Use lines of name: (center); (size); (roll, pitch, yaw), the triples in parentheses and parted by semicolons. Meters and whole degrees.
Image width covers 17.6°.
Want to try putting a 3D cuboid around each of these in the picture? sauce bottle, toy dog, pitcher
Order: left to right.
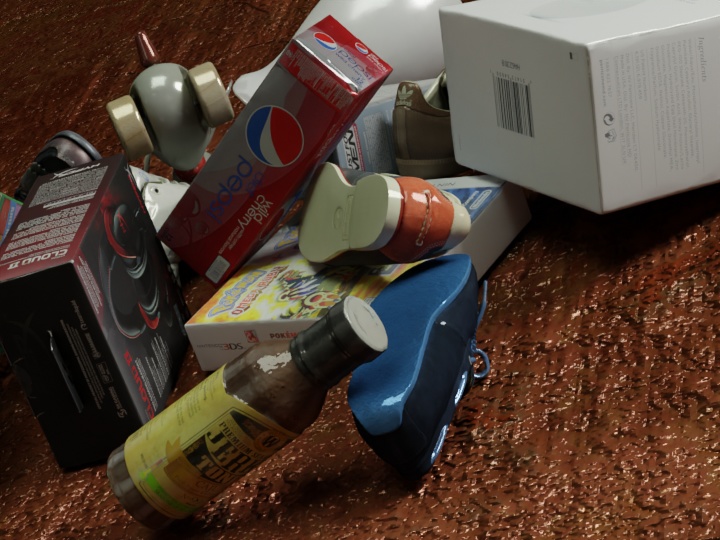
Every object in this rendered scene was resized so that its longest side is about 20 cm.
toy dog: (-0.156, -0.125, 1.870); (0.131, 0.097, 0.200); (-14, -18, -22)
sauce bottle: (-0.069, 0.085, 1.432); (0.200, 0.065, 0.065); (-38, 16, 25)
pitcher: (-0.009, -0.180, 1.987); (0.199, 0.122, 0.172); (-34, 9, -2)

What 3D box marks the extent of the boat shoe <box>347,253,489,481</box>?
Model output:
boat shoe: (0.034, 0.062, 1.478); (0.084, 0.069, 0.200); (-13, 26, 29)

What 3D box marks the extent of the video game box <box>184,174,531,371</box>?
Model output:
video game box: (0.000, 0.000, 1.664); (0.181, 0.047, 0.200); (-6, 27, 36)

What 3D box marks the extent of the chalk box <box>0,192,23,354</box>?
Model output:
chalk box: (-0.321, -0.009, 1.765); (0.199, 0.126, 0.124); (16, -4, 10)

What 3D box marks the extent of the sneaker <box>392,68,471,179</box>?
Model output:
sneaker: (0.101, -0.129, 1.778); (0.070, 0.076, 0.199); (7, 23, 40)

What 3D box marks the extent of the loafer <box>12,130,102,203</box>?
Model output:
loafer: (-0.249, -0.042, 1.861); (0.063, 0.072, 0.200); (-47, -3, -28)

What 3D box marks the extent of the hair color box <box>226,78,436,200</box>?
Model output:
hair color box: (-0.004, -0.102, 1.794); (0.098, 0.061, 0.200); (-5, 10, 34)

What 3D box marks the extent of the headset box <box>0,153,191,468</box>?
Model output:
headset box: (-0.189, 0.031, 1.626); (0.074, 0.149, 0.200); (-15, 23, 14)

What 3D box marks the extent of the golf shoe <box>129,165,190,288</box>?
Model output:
golf shoe: (-0.147, -0.047, 1.824); (0.078, 0.098, 0.200); (-1, 29, 42)

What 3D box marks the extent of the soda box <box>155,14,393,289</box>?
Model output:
soda box: (-0.063, -0.084, 1.668); (0.200, 0.063, 0.070); (-52, -5, 30)

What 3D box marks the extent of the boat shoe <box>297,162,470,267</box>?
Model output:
boat shoe: (0.010, -0.036, 1.594); (0.062, 0.072, 0.200); (8, -2, -21)

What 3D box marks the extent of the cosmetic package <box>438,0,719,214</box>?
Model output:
cosmetic package: (0.193, -0.134, 1.643); (0.199, 0.124, 0.199); (-16, 20, -24)
